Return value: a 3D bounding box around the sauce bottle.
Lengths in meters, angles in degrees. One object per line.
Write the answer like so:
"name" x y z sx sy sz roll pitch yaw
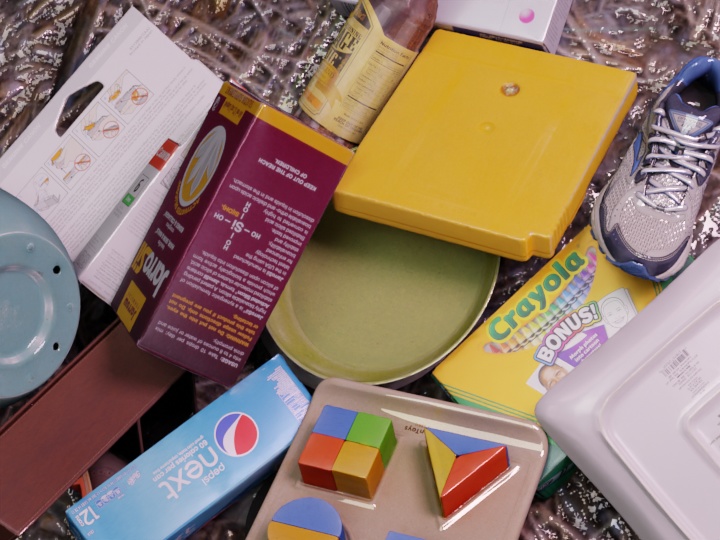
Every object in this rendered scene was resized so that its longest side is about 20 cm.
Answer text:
"sauce bottle" 0.018 -0.189 1.283 0.066 0.066 0.201 38 105 25

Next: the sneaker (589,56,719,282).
"sneaker" 0.221 -0.081 1.151 0.076 0.086 0.201 20 51 5

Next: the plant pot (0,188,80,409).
"plant pot" -0.310 0.022 1.234 0.160 0.200 0.202 12 77 42

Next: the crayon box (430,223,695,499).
"crayon box" 0.166 0.056 1.187 0.200 0.058 0.119 -43 66 2

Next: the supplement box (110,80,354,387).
"supplement box" -0.100 -0.029 1.214 0.201 0.085 0.110 -62 24 4

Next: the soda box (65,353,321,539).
"soda box" -0.122 0.152 1.211 0.199 0.068 0.064 -35 78 -17

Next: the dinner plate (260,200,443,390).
"dinner plate" 0.000 0.000 1.282 0.198 0.024 0.202 -6 71 16

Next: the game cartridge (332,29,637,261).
"game cartridge" 0.097 -0.098 1.226 0.175 0.033 0.201 16 53 22

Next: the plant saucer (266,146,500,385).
"plant saucer" 0.016 -0.003 1.241 0.198 0.031 0.202 -8 66 18

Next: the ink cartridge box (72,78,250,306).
"ink cartridge box" -0.130 -0.046 1.294 0.201 0.109 0.050 -53 22 -3

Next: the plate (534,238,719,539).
"plate" 0.256 0.108 1.118 0.199 0.032 0.200 -41 87 3

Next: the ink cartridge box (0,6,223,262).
"ink cartridge box" -0.196 -0.097 1.368 0.173 0.044 0.200 41 90 25

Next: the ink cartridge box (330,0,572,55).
"ink cartridge box" 0.095 -0.289 1.330 0.195 0.043 0.202 15 80 23

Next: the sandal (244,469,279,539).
"sandal" -0.007 0.157 1.222 0.199 0.045 0.076 -29 67 8

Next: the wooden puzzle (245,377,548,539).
"wooden puzzle" 0.017 0.169 1.112 0.184 0.046 0.201 11 56 20

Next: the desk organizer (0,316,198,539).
"desk organizer" -0.215 0.133 1.218 0.077 0.072 0.200 28 53 22

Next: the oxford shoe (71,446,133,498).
"oxford shoe" -0.176 0.195 1.257 0.072 0.071 0.201 -27 66 4
